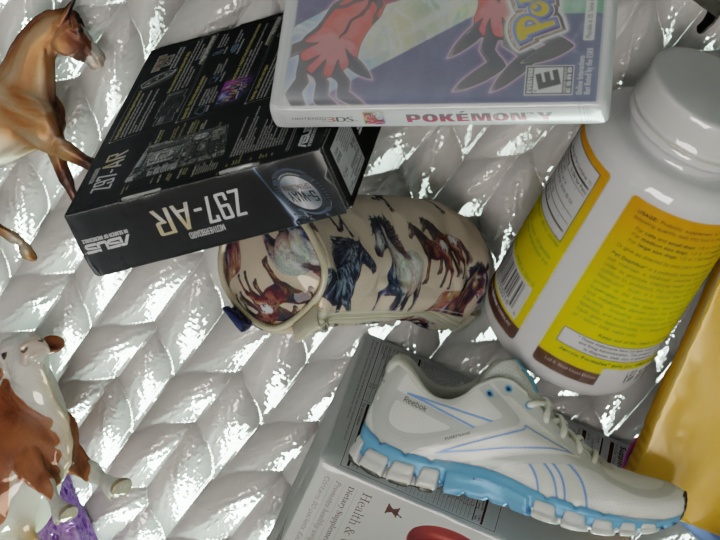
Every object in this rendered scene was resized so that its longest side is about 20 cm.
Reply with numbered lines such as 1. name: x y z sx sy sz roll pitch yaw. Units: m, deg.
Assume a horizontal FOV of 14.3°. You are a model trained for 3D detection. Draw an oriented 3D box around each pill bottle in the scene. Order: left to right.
1. pill bottle: 0.159 -0.030 1.675 0.109 0.109 0.200 26 124 -5

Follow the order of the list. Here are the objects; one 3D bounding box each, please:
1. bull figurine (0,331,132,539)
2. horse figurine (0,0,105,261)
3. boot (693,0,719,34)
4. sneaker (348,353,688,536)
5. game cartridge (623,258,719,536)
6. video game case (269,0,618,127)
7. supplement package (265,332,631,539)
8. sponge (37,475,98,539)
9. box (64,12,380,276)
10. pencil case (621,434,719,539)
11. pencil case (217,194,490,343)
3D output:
1. bull figurine: -0.216 0.137 1.854 0.121 0.065 0.200 46 125 35
2. horse figurine: -0.221 -0.067 1.764 0.200 0.050 0.133 -25 102 32
3. boot: 0.167 -0.235 1.531 0.200 0.077 0.138 41 97 -14
4. sneaker: 0.098 0.098 1.676 0.200 0.075 0.087 15 94 1
5. game cartridge: 0.271 0.074 1.715 0.176 0.032 0.200 22 102 -8
6. video game case: 0.051 -0.166 1.563 0.182 0.200 0.023 0 149 12
7. supplement package: 0.047 0.184 1.816 0.200 0.147 0.191 23 124 -2
8. sponge: -0.277 0.193 1.961 0.200 0.030 0.112 -10 119 18
9. box: -0.066 -0.083 1.634 0.160 0.200 0.044 -15 118 20
10. pencil case: 0.259 0.153 1.789 0.200 0.088 0.088 37 122 -12
11. pencil case: 0.000 0.000 1.681 0.078 0.200 0.090 -23 77 31
